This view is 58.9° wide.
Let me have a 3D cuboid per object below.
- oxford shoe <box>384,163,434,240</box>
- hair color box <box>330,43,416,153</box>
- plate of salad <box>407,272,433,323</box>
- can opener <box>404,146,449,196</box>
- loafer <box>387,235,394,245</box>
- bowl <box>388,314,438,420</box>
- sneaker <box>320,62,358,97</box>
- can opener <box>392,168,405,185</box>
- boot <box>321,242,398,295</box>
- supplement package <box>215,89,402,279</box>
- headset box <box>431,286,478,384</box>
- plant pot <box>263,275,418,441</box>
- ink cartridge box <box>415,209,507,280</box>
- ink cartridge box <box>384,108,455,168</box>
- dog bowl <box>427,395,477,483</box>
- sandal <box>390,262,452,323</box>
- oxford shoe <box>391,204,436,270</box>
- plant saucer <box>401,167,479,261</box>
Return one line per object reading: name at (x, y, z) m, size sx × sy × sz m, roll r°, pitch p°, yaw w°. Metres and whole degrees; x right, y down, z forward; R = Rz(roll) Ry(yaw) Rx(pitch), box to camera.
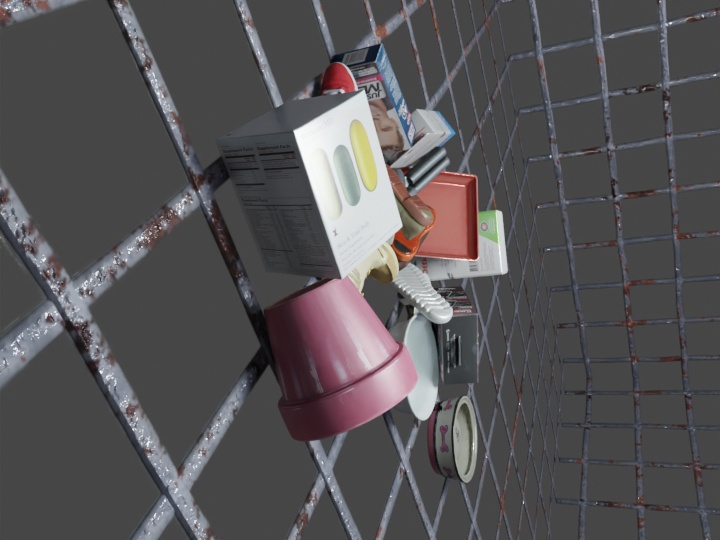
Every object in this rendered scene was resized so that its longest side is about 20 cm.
oxford shoe at (0.048, -0.144, 1.206) m, size 0.200 × 0.074 × 0.071 m, roll 50°, pitch 27°, yaw 14°
hair color box at (0.026, -0.315, 1.204) m, size 0.201 × 0.099 × 0.061 m, roll 59°, pitch 36°, yaw -43°
plate of salad at (0.132, 0.106, 1.420) m, size 0.200 × 0.048 × 0.202 m, roll 2°, pitch 90°, yaw -73°
can opener at (0.123, -0.187, 1.363) m, size 0.200 × 0.066 × 0.053 m, roll -45°, pitch 132°, yaw -22°
loafer at (0.012, -0.132, 1.169) m, size 0.070 × 0.069 × 0.201 m, roll -120°, pitch -171°, yaw -63°
bowl at (0.080, 0.188, 1.239) m, size 0.201 × 0.090 × 0.203 m, roll -5°, pitch 90°, yaw -66°
sneaker at (-0.053, -0.261, 1.056) m, size 0.112 × 0.071 × 0.202 m, roll 13°, pitch 75°, yaw -68°
can opener at (0.049, -0.113, 1.256) m, size 0.053 × 0.066 × 0.202 m, roll 40°, pitch 50°, yaw -56°
boot at (0.000, 0.000, 1.119) m, size 0.200 × 0.072 × 0.156 m, roll 57°, pitch 36°, yaw -43°
supplement package at (-0.064, -0.116, 0.867) m, size 0.152 × 0.150 × 0.201 m, roll -41°, pitch 123°, yaw -40°
headset box at (0.195, 0.135, 1.329) m, size 0.200 × 0.076 × 0.150 m, roll -90°, pitch 177°, yaw -73°
plant pot at (-0.043, 0.109, 0.892) m, size 0.180 × 0.199 × 0.200 m, roll 65°, pitch 27°, yaw -5°
ink cartridge box at (0.232, -0.056, 1.488) m, size 0.084 × 0.198 × 0.147 m, roll -8°, pitch 93°, yaw -68°
ink cartridge box at (0.115, -0.281, 1.359) m, size 0.068 × 0.116 × 0.200 m, roll 53°, pitch 25°, yaw 5°
dog bowl at (0.218, 0.401, 1.521) m, size 0.200 × 0.073 × 0.202 m, roll 21°, pitch 67°, yaw -62°
sandal at (0.105, 0.048, 1.268) m, size 0.082 × 0.203 × 0.050 m, roll -6°, pitch 126°, yaw -28°
oxford shoe at (0.100, -0.071, 1.319) m, size 0.200 × 0.071 × 0.073 m, roll -53°, pitch 170°, yaw -45°
plant saucer at (0.161, -0.120, 1.406) m, size 0.037 × 0.198 × 0.202 m, roll 130°, pitch -37°, yaw -71°
